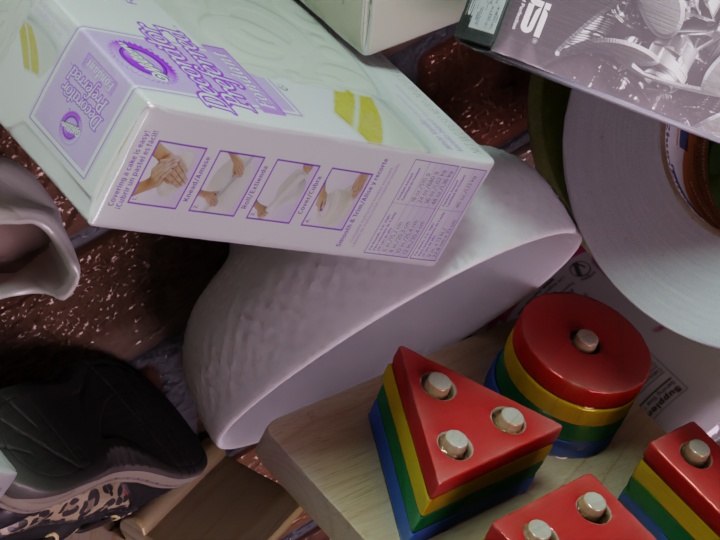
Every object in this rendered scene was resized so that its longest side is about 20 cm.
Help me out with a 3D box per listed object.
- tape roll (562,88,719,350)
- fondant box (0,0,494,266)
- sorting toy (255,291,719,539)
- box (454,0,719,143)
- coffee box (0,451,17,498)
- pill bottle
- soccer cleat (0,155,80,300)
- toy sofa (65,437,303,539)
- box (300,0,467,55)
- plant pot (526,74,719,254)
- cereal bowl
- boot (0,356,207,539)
[{"bbox_3d":[0.196,-0.057,1.147,0.200,0.200,0.066,-52,155,10],"label":"tape roll"},{"bbox_3d":[-0.061,-0.072,1.033,0.200,0.144,0.058,5,122,-47],"label":"fondant box"},{"bbox_3d":[0.091,0.099,1.188,0.200,0.199,0.070,-21,147,-42],"label":"sorting toy"},{"bbox_3d":[0.147,-0.159,1.052,0.158,0.048,0.200,20,95,-20],"label":"box"},{"bbox_3d":[-0.250,0.123,1.069,0.080,0.114,0.200,17,112,-51],"label":"coffee box"},{"bbox_3d":[0.159,0.077,1.347,0.113,0.200,0.113,-26,141,-24],"label":"pill bottle"},{"bbox_3d":[-0.201,-0.015,1.010,0.200,0.078,0.069,-4,128,-42],"label":"soccer cleat"},{"bbox_3d":[-0.105,0.185,1.315,0.083,0.098,0.200,-41,153,-49],"label":"toy sofa"},{"bbox_3d":[0.062,-0.168,1.114,0.200,0.082,0.068,-24,138,-28],"label":"box"},{"bbox_3d":[0.210,-0.071,1.282,0.200,0.200,0.184,-51,155,9],"label":"plant pot"},{"bbox_3d":[0.000,0.000,1.187,0.200,0.083,0.200,-28,170,-6],"label":"cereal bowl"},{"bbox_3d":[-0.166,0.116,1.173,0.151,0.073,0.200,-42,170,17],"label":"boot"}]
